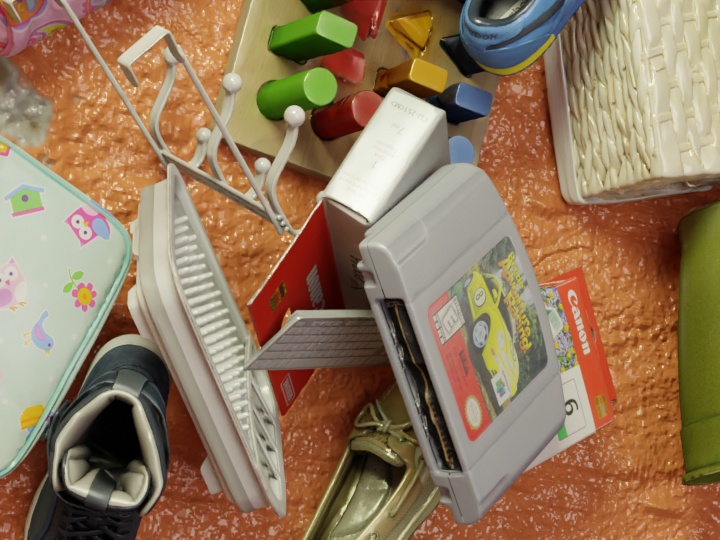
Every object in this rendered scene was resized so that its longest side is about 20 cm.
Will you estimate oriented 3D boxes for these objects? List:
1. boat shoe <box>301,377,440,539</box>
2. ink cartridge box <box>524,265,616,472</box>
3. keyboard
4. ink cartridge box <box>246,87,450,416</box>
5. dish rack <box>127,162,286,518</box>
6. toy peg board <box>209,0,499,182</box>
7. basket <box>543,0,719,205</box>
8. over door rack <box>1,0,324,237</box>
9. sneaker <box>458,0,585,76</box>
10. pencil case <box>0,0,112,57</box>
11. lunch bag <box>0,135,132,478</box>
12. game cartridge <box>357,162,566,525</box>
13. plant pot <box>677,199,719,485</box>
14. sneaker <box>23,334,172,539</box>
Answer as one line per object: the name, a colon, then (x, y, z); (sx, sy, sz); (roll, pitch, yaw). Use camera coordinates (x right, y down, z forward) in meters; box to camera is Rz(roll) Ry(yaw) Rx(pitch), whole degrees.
boat shoe: (0.007, 0.147, 1.438); (0.063, 0.073, 0.202); (39, 77, -47)
ink cartridge box: (0.130, 0.067, 1.482); (0.199, 0.050, 0.110); (-21, 97, -47)
keyboard: (-0.003, 0.047, 1.407); (0.011, 0.056, 0.199); (52, 25, 23)
ink cartridge box: (0.000, 0.000, 1.387); (0.043, 0.200, 0.174); (27, 71, 16)
dish rack: (-0.101, 0.048, 1.343); (0.043, 0.172, 0.201); (-18, 118, 5)
toy peg board: (0.025, -0.159, 1.457); (0.198, 0.098, 0.202); (19, 80, -23)
basket: (0.219, -0.156, 1.534); (0.134, 0.123, 0.202); (-7, 89, -26)
over door rack: (-0.111, -0.112, 1.322); (0.067, 0.147, 0.200); (-53, 135, -9)
sneaker: (0.136, -0.223, 1.424); (0.066, 0.078, 0.201); (34, 81, 20)
pencil case: (-0.174, -0.219, 1.377); (0.199, 0.087, 0.088); (-37, 102, -23)
lunch bag: (-0.243, 0.027, 1.330); (0.160, 0.077, 0.201); (35, 74, -24)
game cartridge: (0.070, 0.042, 1.343); (0.133, 0.041, 0.201); (-44, 121, -48)
plant pot: (0.314, 0.042, 1.545); (0.199, 0.200, 0.195); (-5, 78, -25)
sneaker: (-0.167, 0.152, 1.302); (0.076, 0.146, 0.204); (13, 101, -7)
